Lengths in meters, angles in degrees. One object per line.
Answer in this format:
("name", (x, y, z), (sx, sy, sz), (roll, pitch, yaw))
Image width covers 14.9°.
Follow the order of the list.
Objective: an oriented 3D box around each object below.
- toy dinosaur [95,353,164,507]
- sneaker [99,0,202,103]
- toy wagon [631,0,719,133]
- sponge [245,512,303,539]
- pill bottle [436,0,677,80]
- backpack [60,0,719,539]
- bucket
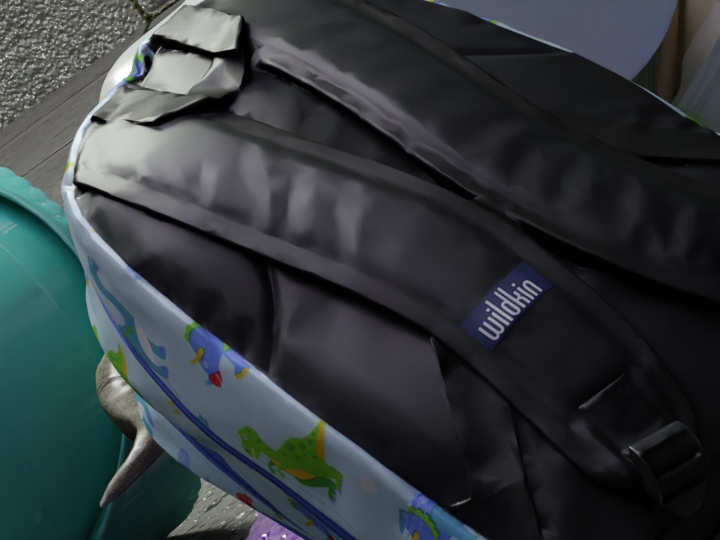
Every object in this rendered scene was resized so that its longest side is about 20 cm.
("toy dinosaur", (-0.045, 0.033, 0.973), (0.102, 0.077, 0.200), (19, 46, 24))
("sneaker", (-0.009, -0.099, 1.253), (0.146, 0.081, 0.200), (18, 49, 34))
("toy wagon", (0.074, -0.067, 0.982), (0.200, 0.040, 0.155), (-36, 34, 41))
("sponge", (0.043, 0.059, 0.841), (0.200, 0.030, 0.112), (-32, 13, 24))
("pill bottle", (0.030, -0.118, 0.937), (0.113, 0.113, 0.200), (-38, 26, -4))
("backpack", (0.014, 0.007, 0.719), (0.163, 0.200, 0.154), (-52, -12, -24))
("bucket", (-0.167, 0.062, 1.040), (0.135, 0.207, 0.207), (-38, 10, -32))
